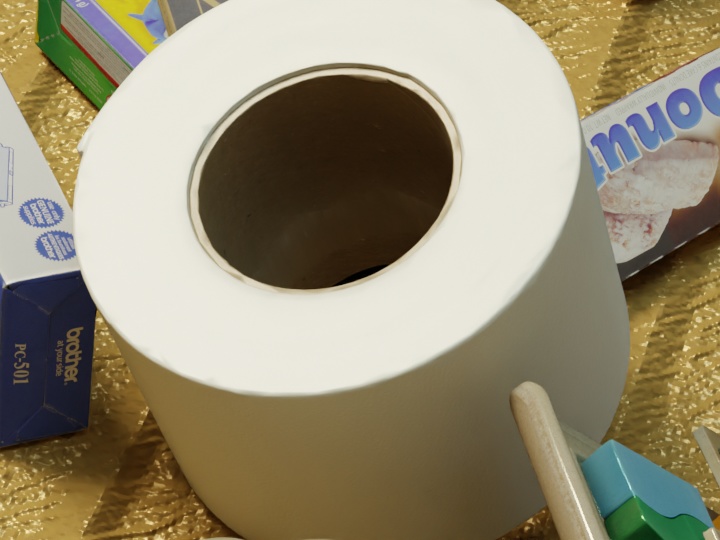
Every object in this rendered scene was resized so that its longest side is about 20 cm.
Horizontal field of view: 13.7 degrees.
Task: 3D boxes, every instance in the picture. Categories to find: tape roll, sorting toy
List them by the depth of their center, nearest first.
[{"bbox_3d":[0.141,0.141,1.085,0.200,0.036,0.185,36,23,-39],"label":"sorting toy"},{"bbox_3d":[0.000,0.000,1.186,0.202,0.139,0.203,-7,55,11],"label":"tape roll"}]

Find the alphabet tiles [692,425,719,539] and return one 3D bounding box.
[{"bbox_3d":[0.189,0.148,1.118,0.167,0.008,0.200,29,28,-41],"label":"alphabet tiles"}]

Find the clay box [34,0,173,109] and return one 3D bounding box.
[{"bbox_3d":[-0.042,-0.124,1.434,0.200,0.048,0.115,-24,52,-31],"label":"clay box"}]

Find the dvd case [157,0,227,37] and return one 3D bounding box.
[{"bbox_3d":[-0.019,-0.122,1.391,0.148,0.016,0.200,-5,47,-17],"label":"dvd case"}]

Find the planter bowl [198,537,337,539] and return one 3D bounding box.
[{"bbox_3d":[0.023,0.181,0.985,0.135,0.200,0.200,-5,43,-13],"label":"planter bowl"}]

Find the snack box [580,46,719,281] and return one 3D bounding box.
[{"bbox_3d":[0.111,-0.034,1.350,0.200,0.024,0.072,-29,93,-35],"label":"snack box"}]

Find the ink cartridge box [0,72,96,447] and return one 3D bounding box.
[{"bbox_3d":[-0.165,-0.028,1.271,0.044,0.094,0.200,-11,46,-22],"label":"ink cartridge box"}]

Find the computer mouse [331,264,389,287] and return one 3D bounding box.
[{"bbox_3d":[-0.001,0.042,1.273,0.059,0.034,0.200,-6,49,4],"label":"computer mouse"}]
